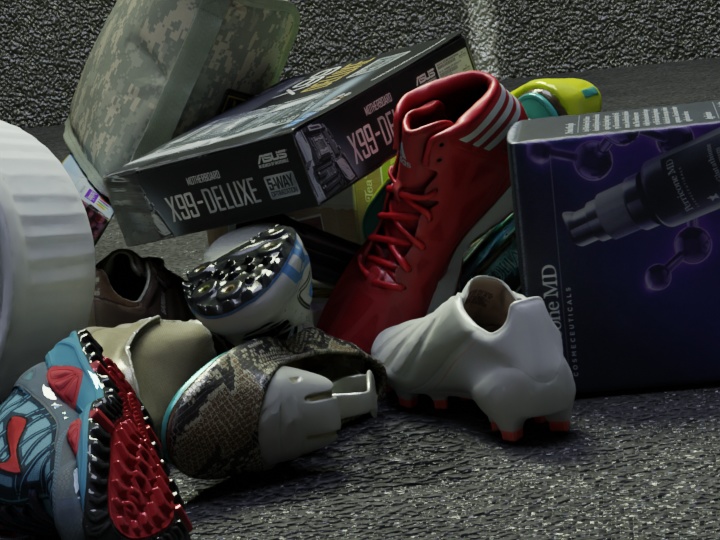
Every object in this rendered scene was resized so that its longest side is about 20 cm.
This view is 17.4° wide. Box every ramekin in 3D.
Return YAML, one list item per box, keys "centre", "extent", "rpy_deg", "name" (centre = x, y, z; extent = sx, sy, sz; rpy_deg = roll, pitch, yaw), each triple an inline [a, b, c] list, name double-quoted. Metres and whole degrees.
- centre: [-0.252, -0.001, 1.403]
  extent: [0.199, 0.202, 0.097]
  rpy_deg: [-1, 3, 32]
  name: "ramekin"

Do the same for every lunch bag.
- centre: [-0.121, -0.130, 1.590]
  extent: [0.117, 0.165, 0.200]
  rpy_deg: [25, 11, -12]
  name: "lunch bag"

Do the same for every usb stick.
- centre: [0.000, 0.000, 1.488]
  extent: [0.055, 0.033, 0.199]
  rpy_deg: [24, 3, 41]
  name: "usb stick"

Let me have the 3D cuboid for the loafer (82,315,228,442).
- centre: [-0.112, 0.058, 1.298]
  extent: [0.068, 0.076, 0.200]
  rpy_deg: [-11, 8, 5]
  name: "loafer"

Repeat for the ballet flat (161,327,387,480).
- centre: [-0.033, 0.067, 1.238]
  extent: [0.075, 0.069, 0.200]
  rpy_deg: [7, 9, 19]
  name: "ballet flat"

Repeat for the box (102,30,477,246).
- centre: [-0.038, -0.082, 1.457]
  extent: [0.157, 0.050, 0.200]
  rpy_deg: [-10, 15, 38]
  name: "box"

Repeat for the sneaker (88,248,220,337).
- centre: [-0.139, 0.019, 1.562]
  extent: [0.070, 0.076, 0.200]
  rpy_deg: [-4, 10, 13]
  name: "sneaker"

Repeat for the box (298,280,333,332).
- centre: [-0.039, 0.029, 1.541]
  extent: [0.038, 0.042, 0.200]
  rpy_deg: [-7, 8, -16]
  name: "box"

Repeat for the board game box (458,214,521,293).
- centre: [0.114, -0.035, 1.499]
  extent: [0.135, 0.028, 0.200]
  rpy_deg: [-48, 3, 6]
  name: "board game box"

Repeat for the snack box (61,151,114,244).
- centre: [-0.218, -0.003, 1.571]
  extent: [0.053, 0.143, 0.200]
  rpy_deg: [34, 6, -6]
  name: "snack box"

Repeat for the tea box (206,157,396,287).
- centre: [0.017, -0.051, 1.700]
  extent: [0.196, 0.135, 0.199]
  rpy_deg: [-14, 12, -35]
  name: "tea box"

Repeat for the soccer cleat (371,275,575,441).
- centre: [0.061, 0.039, 1.288]
  extent: [0.069, 0.078, 0.200]
  rpy_deg: [-10, 9, -21]
  name: "soccer cleat"

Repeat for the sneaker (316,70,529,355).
- centre: [0.022, -0.035, 1.382]
  extent: [0.078, 0.201, 0.116]
  rpy_deg: [27, -13, 35]
  name: "sneaker"

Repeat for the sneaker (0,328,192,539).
- centre: [-0.140, 0.105, 1.107]
  extent: [0.095, 0.080, 0.200]
  rpy_deg: [-36, 19, 2]
  name: "sneaker"

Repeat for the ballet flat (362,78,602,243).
- centre: [0.083, -0.065, 1.510]
  extent: [0.200, 0.067, 0.067]
  rpy_deg: [-36, -3, 43]
  name: "ballet flat"

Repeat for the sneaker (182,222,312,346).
- centre: [-0.056, 0.015, 1.309]
  extent: [0.071, 0.073, 0.200]
  rpy_deg: [-24, 5, 2]
  name: "sneaker"

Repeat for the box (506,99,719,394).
- centre: [0.187, -0.017, 1.330]
  extent: [0.198, 0.149, 0.104]
  rpy_deg: [-6, 9, 6]
  name: "box"
